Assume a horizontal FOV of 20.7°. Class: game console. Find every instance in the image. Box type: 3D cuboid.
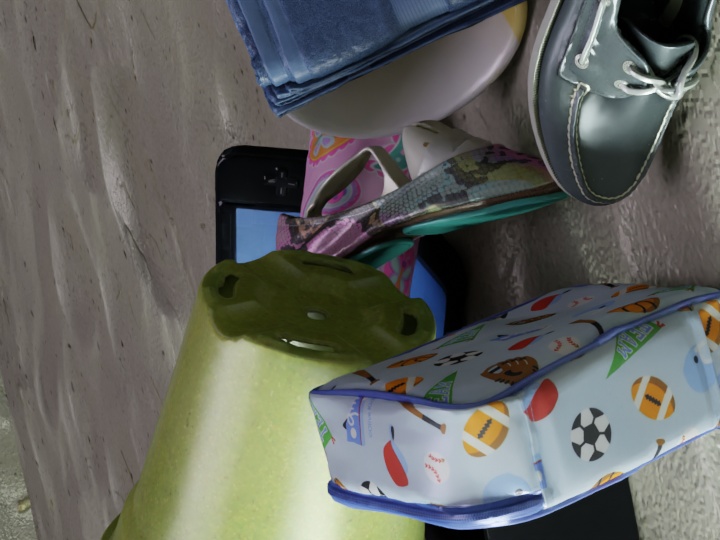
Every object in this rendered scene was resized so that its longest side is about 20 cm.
[{"bbox_3d":[-0.019,0.031,1.345,0.117,0.174,0.201,-83,-3,-51],"label":"game console"}]

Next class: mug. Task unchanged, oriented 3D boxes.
[{"bbox_3d":[0.017,-0.188,1.111,0.150,0.186,0.154,49,-162,-50],"label":"mug"}]

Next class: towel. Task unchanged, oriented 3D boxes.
[{"bbox_3d":[0.025,-0.166,0.979,0.112,0.199,0.049,68,-171,19],"label":"towel"}]

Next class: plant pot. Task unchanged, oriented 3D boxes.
[{"bbox_3d":[-0.037,0.097,1.088,0.200,0.199,0.186,47,132,53],"label":"plant pot"}]

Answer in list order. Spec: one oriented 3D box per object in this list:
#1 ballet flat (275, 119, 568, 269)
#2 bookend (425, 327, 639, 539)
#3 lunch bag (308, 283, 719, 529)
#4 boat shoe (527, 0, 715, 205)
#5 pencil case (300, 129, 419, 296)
[{"bbox_3d":[0.025,-0.042,1.119,0.199,0.069,0.072,-23,79,34],"label":"ballet flat"},{"bbox_3d":[0.075,0.120,1.169,0.199,0.091,0.202,-175,73,-70],"label":"bookend"},{"bbox_3d":[0.083,0.061,0.958,0.160,0.199,0.076,-3,103,57],"label":"lunch bag"},{"bbox_3d":[0.126,-0.107,0.909,0.062,0.072,0.201,-122,31,-49],"label":"boat shoe"},{"bbox_3d":[0.000,0.000,1.222,0.087,0.087,0.202,170,107,-70],"label":"pencil case"}]
